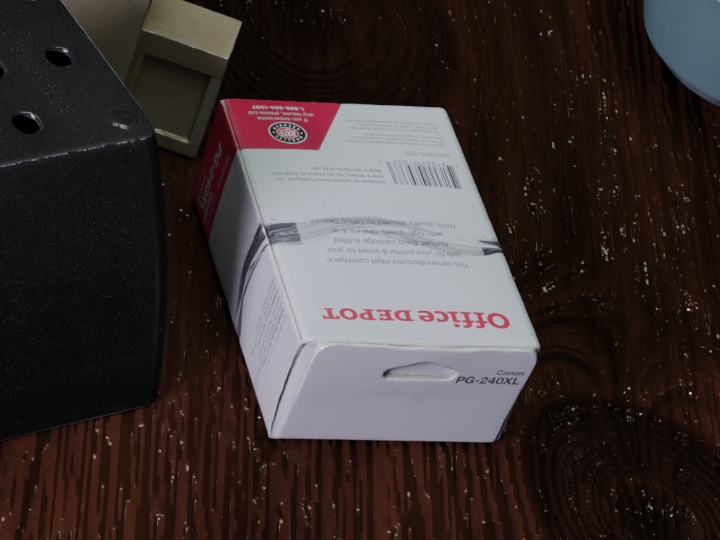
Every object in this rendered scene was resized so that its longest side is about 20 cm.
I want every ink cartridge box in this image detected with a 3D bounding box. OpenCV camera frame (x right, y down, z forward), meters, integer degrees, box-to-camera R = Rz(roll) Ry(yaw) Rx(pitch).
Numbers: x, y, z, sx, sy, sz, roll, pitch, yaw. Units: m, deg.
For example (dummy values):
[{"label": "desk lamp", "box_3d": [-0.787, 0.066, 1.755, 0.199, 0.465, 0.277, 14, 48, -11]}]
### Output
[{"label": "ink cartridge box", "box_3d": [0.000, 0.000, 1.671, 0.145, 0.084, 0.201, 2, 44, -22]}]

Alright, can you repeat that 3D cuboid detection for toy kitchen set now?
[{"label": "toy kitchen set", "box_3d": [-0.155, -0.208, 1.770, 0.199, 0.164, 0.181, 19, 40, -3]}]

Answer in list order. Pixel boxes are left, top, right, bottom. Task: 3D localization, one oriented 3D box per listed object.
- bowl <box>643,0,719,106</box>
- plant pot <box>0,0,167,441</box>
[{"label": "bowl", "box_3d": [0.269, -0.177, 1.971, 0.200, 0.105, 0.201, 12, 40, -11]}, {"label": "plant pot", "box_3d": [-0.212, -0.039, 1.548, 0.199, 0.178, 0.200, -13, 52, -34]}]
